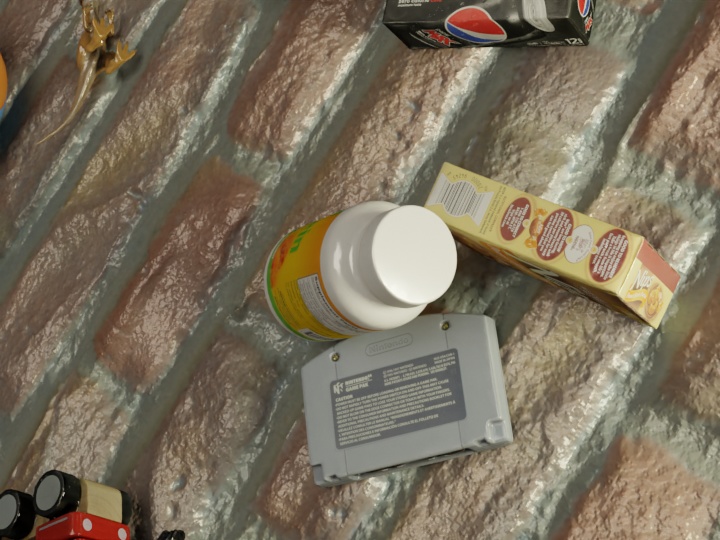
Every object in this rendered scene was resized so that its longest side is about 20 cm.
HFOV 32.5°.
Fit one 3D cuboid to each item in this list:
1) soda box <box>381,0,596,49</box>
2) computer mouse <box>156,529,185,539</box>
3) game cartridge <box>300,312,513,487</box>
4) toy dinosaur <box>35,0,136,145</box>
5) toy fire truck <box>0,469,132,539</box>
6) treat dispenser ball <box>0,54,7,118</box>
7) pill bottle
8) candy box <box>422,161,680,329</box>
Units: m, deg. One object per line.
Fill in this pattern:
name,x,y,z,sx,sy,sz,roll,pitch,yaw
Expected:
soda box,0.123,-0.257,1.188,0.198,0.063,0.072,5,77,32
computer mouse,-0.201,0.360,1.190,0.109,0.044,0.202,-25,64,21
game cartridge,0.039,0.114,1.136,0.198,0.041,0.135,-17,63,25
toy dinosaur,-0.315,-0.243,1.453,0.106,0.060,0.202,-18,58,51
toy fire truck,-0.320,0.313,1.201,0.175,0.128,0.202,-25,56,27
treat dispenser ball,-0.521,-0.223,1.468,0.199,0.200,0.203,-9,70,27
pill bottle,0.000,0.000,1.098,0.199,0.110,0.113,-17,62,62
candy box,0.162,-0.022,1.059,0.199,0.115,0.056,25,88,33
